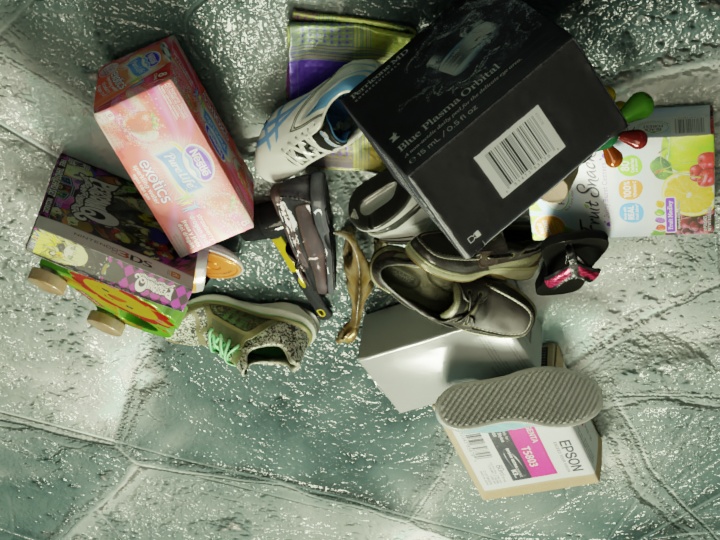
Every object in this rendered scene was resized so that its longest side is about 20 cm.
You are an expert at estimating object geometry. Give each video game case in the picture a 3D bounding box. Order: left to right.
[{"bbox_3d":[-0.265,-0.045,1.670,0.179,0.201,0.036,23,114,-12],"label":"video game case"}]

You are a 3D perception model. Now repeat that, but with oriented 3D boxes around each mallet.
[{"bbox_3d":[-0.088,-0.006,1.796,0.065,0.042,0.201,-5,138,15],"label":"mallet"}]

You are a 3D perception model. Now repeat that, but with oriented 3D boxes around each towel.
[{"bbox_3d":[-0.011,-0.182,1.611,0.141,0.023,0.202,8,136,3],"label":"towel"}]

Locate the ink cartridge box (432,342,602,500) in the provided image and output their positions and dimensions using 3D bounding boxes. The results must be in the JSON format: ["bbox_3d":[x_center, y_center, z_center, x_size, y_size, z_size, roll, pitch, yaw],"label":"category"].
[{"bbox_3d":[0.200,0.194,1.919,0.163,0.076,0.201,-12,131,22],"label":"ink cartridge box"}]

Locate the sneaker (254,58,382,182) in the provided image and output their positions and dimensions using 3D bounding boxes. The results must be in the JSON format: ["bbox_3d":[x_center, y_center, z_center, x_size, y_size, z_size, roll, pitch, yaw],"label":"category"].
[{"bbox_3d":[-0.046,-0.146,1.587,0.072,0.073,0.199,34,132,-25],"label":"sneaker"}]

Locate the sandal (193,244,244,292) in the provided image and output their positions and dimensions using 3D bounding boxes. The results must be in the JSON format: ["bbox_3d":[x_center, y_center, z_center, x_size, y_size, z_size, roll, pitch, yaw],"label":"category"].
[{"bbox_3d":[-0.239,-0.002,1.796,0.204,0.060,0.079,9,155,5],"label":"sandal"}]

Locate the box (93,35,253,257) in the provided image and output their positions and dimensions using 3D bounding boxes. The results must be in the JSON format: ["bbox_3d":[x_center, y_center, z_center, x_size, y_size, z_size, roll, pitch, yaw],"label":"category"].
[{"bbox_3d":[-0.195,-0.130,1.615,0.094,0.103,0.201,-21,124,10],"label":"box"}]

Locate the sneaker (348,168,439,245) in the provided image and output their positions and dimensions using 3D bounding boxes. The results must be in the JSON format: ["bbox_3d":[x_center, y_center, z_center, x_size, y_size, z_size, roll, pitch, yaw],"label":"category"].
[{"bbox_3d":[0.091,-0.093,1.667,0.199,0.076,0.115,-28,155,15],"label":"sneaker"}]

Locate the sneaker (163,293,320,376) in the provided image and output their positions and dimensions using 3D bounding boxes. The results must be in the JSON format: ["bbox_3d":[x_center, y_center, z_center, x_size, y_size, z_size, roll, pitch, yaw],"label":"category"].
[{"bbox_3d":[-0.152,0.085,1.858,0.197,0.089,0.078,1,136,10],"label":"sneaker"}]

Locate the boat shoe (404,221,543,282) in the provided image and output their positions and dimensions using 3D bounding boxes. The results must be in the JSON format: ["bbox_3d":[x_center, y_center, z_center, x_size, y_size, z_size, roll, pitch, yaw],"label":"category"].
[{"bbox_3d":[0.131,-0.031,1.672,0.198,0.073,0.065,-2,130,-46],"label":"boat shoe"}]

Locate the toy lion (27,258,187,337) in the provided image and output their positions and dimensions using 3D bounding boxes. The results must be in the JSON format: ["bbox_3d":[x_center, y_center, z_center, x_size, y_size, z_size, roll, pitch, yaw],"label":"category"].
[{"bbox_3d":[-0.272,0.028,1.752,0.190,0.069,0.200,16,163,32],"label":"toy lion"}]

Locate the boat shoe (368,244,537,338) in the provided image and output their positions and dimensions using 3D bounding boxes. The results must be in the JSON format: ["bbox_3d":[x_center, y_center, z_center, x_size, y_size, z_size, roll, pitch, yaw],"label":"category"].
[{"bbox_3d":[0.102,0.032,1.689,0.199,0.066,0.073,22,105,-4],"label":"boat shoe"}]

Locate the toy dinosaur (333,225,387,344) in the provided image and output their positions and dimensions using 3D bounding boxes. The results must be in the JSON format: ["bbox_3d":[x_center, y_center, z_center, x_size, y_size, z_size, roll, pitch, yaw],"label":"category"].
[{"bbox_3d":[0.000,0.000,1.735,0.057,0.102,0.202,4,137,3],"label":"toy dinosaur"}]

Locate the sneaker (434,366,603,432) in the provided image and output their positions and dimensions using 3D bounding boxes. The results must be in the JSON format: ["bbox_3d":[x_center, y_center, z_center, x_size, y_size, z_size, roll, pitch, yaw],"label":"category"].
[{"bbox_3d":[0.183,0.152,1.788,0.197,0.075,0.082,-1,173,-3],"label":"sneaker"}]

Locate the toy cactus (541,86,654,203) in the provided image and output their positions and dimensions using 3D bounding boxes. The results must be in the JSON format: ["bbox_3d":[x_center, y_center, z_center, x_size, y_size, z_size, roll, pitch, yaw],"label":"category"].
[{"bbox_3d":[0.194,-0.112,1.498,0.197,0.166,0.103,-8,120,18],"label":"toy cactus"}]

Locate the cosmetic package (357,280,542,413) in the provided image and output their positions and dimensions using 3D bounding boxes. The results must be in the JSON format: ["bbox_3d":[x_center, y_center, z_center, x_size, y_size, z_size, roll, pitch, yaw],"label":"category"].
[{"bbox_3d":[0.108,0.088,1.824,0.198,0.082,0.113,-16,130,25],"label":"cosmetic package"}]

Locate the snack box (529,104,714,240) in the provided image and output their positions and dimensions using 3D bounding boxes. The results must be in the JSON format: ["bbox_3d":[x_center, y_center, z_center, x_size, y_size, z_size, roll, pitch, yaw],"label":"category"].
[{"bbox_3d":[0.277,-0.101,1.621,0.197,0.053,0.143,-1,134,12],"label":"snack box"}]

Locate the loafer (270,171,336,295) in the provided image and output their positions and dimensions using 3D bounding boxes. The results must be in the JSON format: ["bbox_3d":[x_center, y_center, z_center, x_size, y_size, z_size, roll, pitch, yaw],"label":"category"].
[{"bbox_3d":[-0.061,-0.042,1.708,0.062,0.073,0.201,-2,146,2],"label":"loafer"}]

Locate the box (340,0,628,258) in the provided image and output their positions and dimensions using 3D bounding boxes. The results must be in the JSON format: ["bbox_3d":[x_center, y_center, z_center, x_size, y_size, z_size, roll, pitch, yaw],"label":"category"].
[{"bbox_3d":[0.112,-0.150,1.444,0.196,0.200,0.118,-39,123,1],"label":"box"}]

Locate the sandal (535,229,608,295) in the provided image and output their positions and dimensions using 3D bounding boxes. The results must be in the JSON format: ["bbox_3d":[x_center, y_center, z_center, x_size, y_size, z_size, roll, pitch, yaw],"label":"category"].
[{"bbox_3d":[0.234,0.003,1.685,0.074,0.046,0.200,-4,160,-1],"label":"sandal"}]
